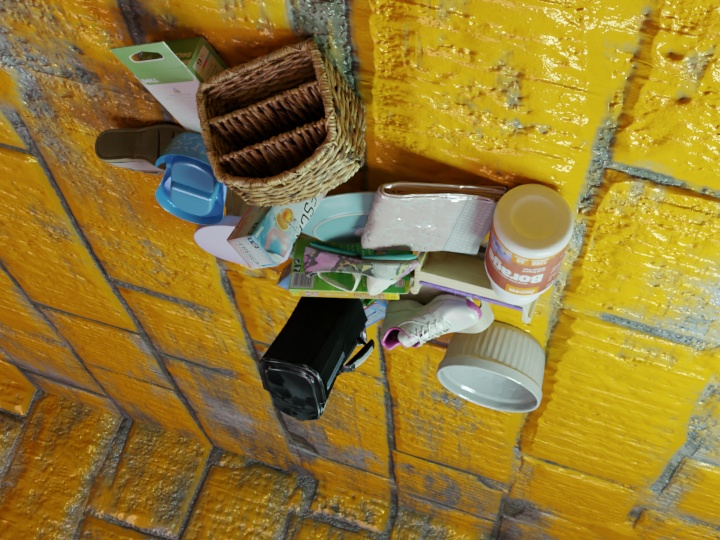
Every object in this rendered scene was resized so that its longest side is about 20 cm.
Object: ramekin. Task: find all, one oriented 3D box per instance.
[{"bbox_3d":[0.248,0.174,2.010,0.198,0.106,0.201,17,156,8],"label":"ramekin"}]

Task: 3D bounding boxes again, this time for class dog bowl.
[{"bbox_3d":[-0.249,-0.139,1.631,0.110,0.050,0.200,18,153,-3],"label":"dog bowl"}]

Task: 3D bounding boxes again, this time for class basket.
[{"bbox_3d":[-0.109,-0.181,1.416,0.198,0.144,0.149,-14,144,25],"label":"basket"}]

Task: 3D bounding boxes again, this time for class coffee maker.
[{"bbox_3d":[-0.085,0.116,1.799,0.133,0.201,0.193,-12,122,34],"label":"coffee maker"}]

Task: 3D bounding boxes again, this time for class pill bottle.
[{"bbox_3d":[0.237,-0.029,1.557,0.111,0.113,0.201,16,156,9],"label":"pill bottle"}]

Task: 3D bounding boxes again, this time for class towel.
[{"bbox_3d":[0.104,-0.073,1.602,0.188,0.033,0.200,2,158,-8],"label":"towel"}]

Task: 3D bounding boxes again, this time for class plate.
[{"bbox_3d":[-0.008,-0.074,1.676,0.197,0.026,0.200,-5,162,-2],"label":"plate"}]

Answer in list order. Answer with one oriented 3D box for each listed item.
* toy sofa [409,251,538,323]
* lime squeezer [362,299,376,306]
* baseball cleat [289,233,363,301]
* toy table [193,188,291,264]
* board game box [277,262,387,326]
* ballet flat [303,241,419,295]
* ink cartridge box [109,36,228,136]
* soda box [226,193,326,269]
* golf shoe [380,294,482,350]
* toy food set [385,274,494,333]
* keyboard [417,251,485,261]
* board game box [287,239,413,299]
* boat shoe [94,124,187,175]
[{"bbox_3d":[0.184,0.023,1.720,0.198,0.083,0.098,15,132,14],"label":"toy sofa"},{"bbox_3d":[0.013,0.030,1.896,0.037,0.072,0.199,-15,-159,-33],"label":"lime squeezer"},{"bbox_3d":[-0.080,-0.002,1.875,0.199,0.070,0.107,28,131,19],"label":"baseball cleat"},{"bbox_3d":[-0.175,-0.088,1.764,0.198,0.118,0.184,4,153,35],"label":"toy table"},{"bbox_3d":[-0.044,0.038,2.035,0.198,0.037,0.151,25,158,-14],"label":"board game box"},{"bbox_3d":[0.000,0.000,1.704,0.198,0.072,0.069,7,-173,23],"label":"ballet flat"},{"bbox_3d":[-0.240,-0.267,1.494,0.103,0.060,0.200,3,152,34],"label":"ink cartridge box"},{"bbox_3d":[-0.108,-0.097,1.575,0.068,0.201,0.064,-7,133,48],"label":"soda box"},{"bbox_3d":[0.116,0.095,1.833,0.198,0.092,0.075,-10,131,42],"label":"golf shoe"},{"bbox_3d":[0.122,0.037,1.889,0.198,0.061,0.144,2,139,34],"label":"toy food set"},{"bbox_3d":[0.188,-0.008,1.759,0.198,0.011,0.057,15,128,13],"label":"keyboard"},{"bbox_3d":[-0.014,-0.003,1.756,0.197,0.097,0.030,1,151,12],"label":"board game box"},{"bbox_3d":[-0.322,-0.191,1.730,0.198,0.076,0.068,10,174,20],"label":"boat shoe"}]
